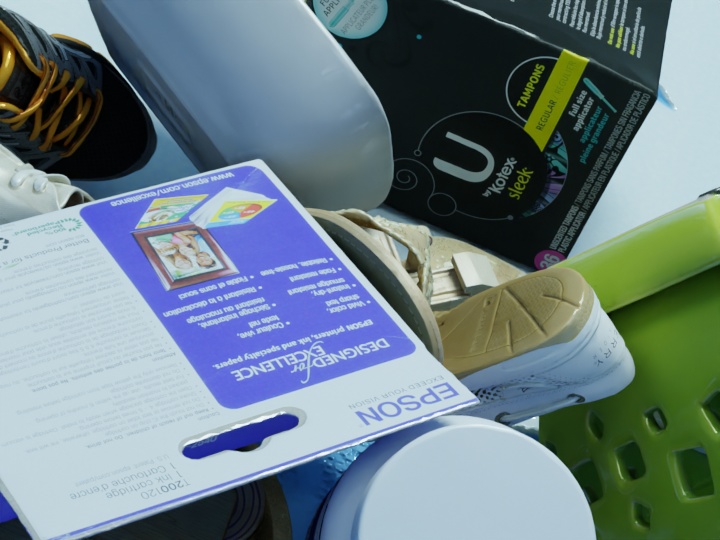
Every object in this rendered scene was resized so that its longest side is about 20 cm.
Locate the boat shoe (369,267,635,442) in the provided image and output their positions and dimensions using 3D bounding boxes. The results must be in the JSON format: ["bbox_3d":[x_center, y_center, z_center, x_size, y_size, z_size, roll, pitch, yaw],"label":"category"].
[{"bbox_3d":[0.041,0.059,0.972,0.069,0.199,0.071,48,48,-27],"label":"boat shoe"}]

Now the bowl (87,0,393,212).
[{"bbox_3d":[-0.071,-0.105,1.044,0.074,0.200,0.200,-37,80,-7],"label":"bowl"}]

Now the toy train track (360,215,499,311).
[{"bbox_3d":[-0.022,0.015,1.060,0.199,0.033,0.115,-11,53,-16],"label":"toy train track"}]

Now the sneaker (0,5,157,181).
[{"bbox_3d":[-0.181,-0.095,1.050,0.199,0.079,0.077,27,1,-40],"label":"sneaker"}]

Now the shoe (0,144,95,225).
[{"bbox_3d":[-0.128,-0.011,0.974,0.200,0.053,0.070,40,21,-1],"label":"shoe"}]

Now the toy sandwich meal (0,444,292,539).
[{"bbox_3d":[-0.116,0.103,0.931,0.204,0.070,0.206,14,43,-13],"label":"toy sandwich meal"}]

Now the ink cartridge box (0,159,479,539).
[{"bbox_3d":[-0.084,0.039,0.852,0.197,0.044,0.200,-16,40,-26],"label":"ink cartridge box"}]

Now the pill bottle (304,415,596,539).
[{"bbox_3d":[0.036,0.125,0.869,0.115,0.200,0.117,1,79,-5],"label":"pill bottle"}]

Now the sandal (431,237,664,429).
[{"bbox_3d":[0.130,0.023,1.119,0.211,0.070,0.078,23,42,-3],"label":"sandal"}]

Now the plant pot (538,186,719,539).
[{"bbox_3d":[0.198,0.051,0.993,0.198,0.200,0.183,-18,85,-37],"label":"plant pot"}]

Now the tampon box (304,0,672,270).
[{"bbox_3d":[0.060,-0.121,1.181,0.199,0.150,0.127,22,41,-3],"label":"tampon box"}]

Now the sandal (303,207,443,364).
[{"bbox_3d":[-0.001,-0.005,0.972,0.069,0.078,0.211,-23,21,-28],"label":"sandal"}]
